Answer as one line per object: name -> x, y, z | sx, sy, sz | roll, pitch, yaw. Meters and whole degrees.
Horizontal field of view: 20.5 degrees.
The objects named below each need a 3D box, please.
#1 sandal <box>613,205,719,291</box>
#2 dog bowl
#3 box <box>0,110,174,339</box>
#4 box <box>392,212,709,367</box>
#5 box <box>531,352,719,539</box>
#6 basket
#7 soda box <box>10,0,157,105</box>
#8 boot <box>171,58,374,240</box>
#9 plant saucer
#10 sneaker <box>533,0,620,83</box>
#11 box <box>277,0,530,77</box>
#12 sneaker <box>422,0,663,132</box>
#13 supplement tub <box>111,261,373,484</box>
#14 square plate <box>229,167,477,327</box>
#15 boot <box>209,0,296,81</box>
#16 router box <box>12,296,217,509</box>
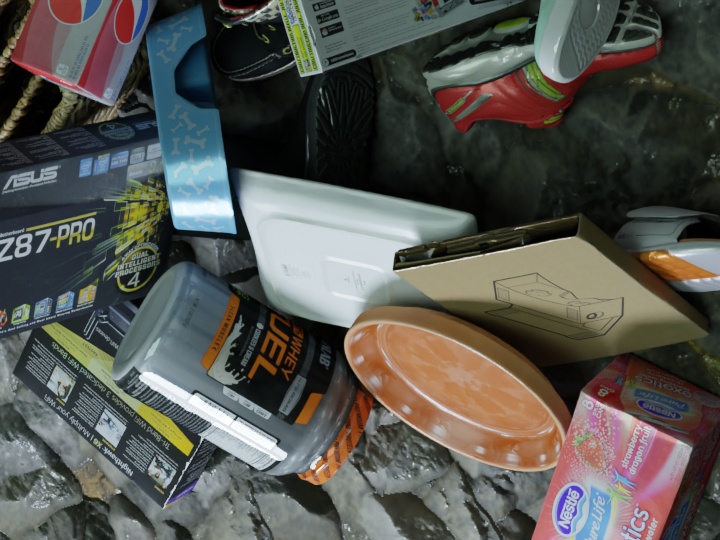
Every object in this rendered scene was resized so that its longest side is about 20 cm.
sandal -> 0.218, -0.020, 1.499 | 0.206, 0.079, 0.060 | -7, 66, 47
dog bowl -> -0.134, -0.117, 1.564 | 0.049, 0.201, 0.112 | -9, 146, -4
box -> -0.238, -0.038, 1.624 | 0.049, 0.199, 0.162 | 34, 125, 35
box -> 0.146, 0.019, 1.497 | 0.163, 0.200, 0.021 | -11, 60, 35
box -> 0.204, 0.182, 1.561 | 0.102, 0.095, 0.201 | 27, 118, 21
basket -> -0.286, -0.161, 1.684 | 0.143, 0.149, 0.200 | 46, 133, 1
soda box -> -0.193, -0.236, 1.540 | 0.070, 0.063, 0.201 | 21, 88, 23
boot -> -0.086, -0.105, 1.659 | 0.199, 0.065, 0.166 | 6, 85, 45
plant saucer -> 0.081, 0.090, 1.587 | 0.199, 0.032, 0.201 | 25, 154, 13
sneaker -> 0.128, -0.231, 1.442 | 0.117, 0.074, 0.202 | 6, 73, 28
box -> 0.030, -0.224, 1.468 | 0.035, 0.199, 0.111 | -2, 107, 61
sneaker -> 0.146, -0.151, 1.509 | 0.199, 0.077, 0.085 | -9, 122, 34
supplement tub -> -0.096, 0.090, 1.660 | 0.199, 0.123, 0.123 | 31, 125, -16
square plate -> 0.000, 0.000, 1.573 | 0.197, 0.029, 0.200 | 11, 150, 14
boot -> -0.078, -0.209, 1.556 | 0.203, 0.153, 0.074 | -28, 81, 35
router box -> -0.206, 0.092, 1.802 | 0.200, 0.052, 0.158 | 40, 123, 13
